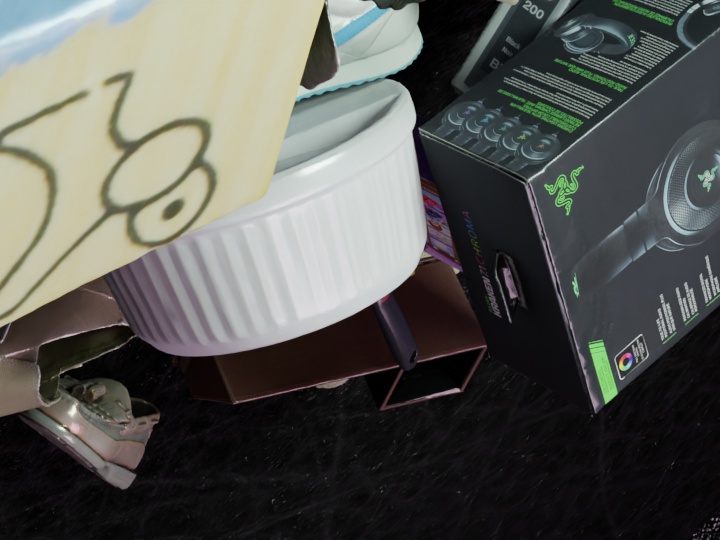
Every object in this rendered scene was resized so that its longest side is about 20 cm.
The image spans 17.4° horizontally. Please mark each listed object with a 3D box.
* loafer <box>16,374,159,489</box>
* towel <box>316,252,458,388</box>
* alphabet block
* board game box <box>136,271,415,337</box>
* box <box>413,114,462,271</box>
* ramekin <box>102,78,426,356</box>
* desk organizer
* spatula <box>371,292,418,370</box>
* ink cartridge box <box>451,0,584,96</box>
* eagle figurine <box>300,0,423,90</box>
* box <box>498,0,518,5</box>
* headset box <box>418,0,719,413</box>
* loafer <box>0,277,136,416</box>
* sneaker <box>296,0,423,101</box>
[{"bbox_3d":[-0.176,0.094,1.543,0.063,0.072,0.200,-54,168,-8],"label":"loafer"},{"bbox_3d":[0.017,0.007,1.724,0.200,0.037,0.148,-42,159,5],"label":"towel"},{"bbox_3d":[-0.144,-0.120,0.949,0.195,0.197,0.200,-26,156,-29],"label":"alphabet block"},{"bbox_3d":[-0.065,0.013,1.528,0.095,0.030,0.200,2,-163,43],"label":"board game box"},{"bbox_3d":[0.071,-0.037,1.492,0.039,0.200,0.137,-58,163,-15],"label":"box"},{"bbox_3d":[-0.055,-0.028,1.285,0.202,0.095,0.202,-16,-164,5],"label":"ramekin"},{"bbox_3d":[-0.019,0.055,1.617,0.199,0.077,0.072,-12,151,-24],"label":"desk organizer"},{"bbox_3d":[0.000,0.000,1.506,0.057,0.021,0.200,-54,136,-26],"label":"spatula"},{"bbox_3d":[0.142,-0.212,1.374,0.198,0.043,0.200,-53,175,-49],"label":"ink cartridge box"},{"bbox_3d":[-0.011,-0.187,1.074,0.200,0.152,0.151,-40,-174,-3],"label":"eagle figurine"},{"bbox_3d":[0.076,-0.241,1.194,0.200,0.095,0.078,112,-3,-51],"label":"box"},{"bbox_3d":[0.141,-0.046,1.315,0.200,0.093,0.174,-37,131,-23],"label":"headset box"},{"bbox_3d":[-0.213,0.057,1.378,0.200,0.068,0.076,-37,160,-7],"label":"loafer"},{"bbox_3d":[-0.060,-0.128,1.274,0.200,0.076,0.081,-26,133,-22],"label":"sneaker"}]
